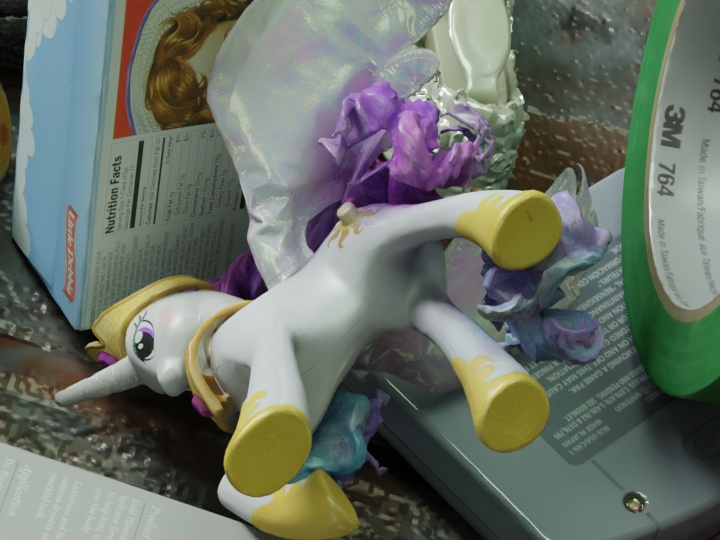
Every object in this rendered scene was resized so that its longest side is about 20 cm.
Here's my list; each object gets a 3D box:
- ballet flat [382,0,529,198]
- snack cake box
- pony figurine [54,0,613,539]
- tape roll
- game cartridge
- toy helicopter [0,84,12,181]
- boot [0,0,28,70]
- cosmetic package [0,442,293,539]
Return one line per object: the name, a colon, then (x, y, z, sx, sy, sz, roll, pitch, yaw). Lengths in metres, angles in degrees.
ballet flat: (0.037, -0.109, 1.128, 0.072, 0.072, 0.200, 5, 48, -15)
snack cake box: (-0.051, -0.085, 0.978, 0.115, 0.200, 0.067, -10, 38, -27)
pony figurine: (0.000, 0.000, 0.912, 0.193, 0.200, 0.167, -40, 113, -10)
tape roll: (0.144, -0.052, 0.975, 0.048, 0.201, 0.201, 10, 48, -13)
game cartridge: (0.100, 0.036, 1.044, 0.200, 0.040, 0.133, -30, 61, -36)
toy helicopter: (-0.163, -0.026, 0.955, 0.079, 0.132, 0.200, -6, 25, 17)
boot: (-0.095, -0.153, 1.110, 0.158, 0.079, 0.211, 14, 48, -7)
cosmetic package: (-0.046, 0.140, 0.869, 0.200, 0.090, 0.107, 22, 46, -4)
